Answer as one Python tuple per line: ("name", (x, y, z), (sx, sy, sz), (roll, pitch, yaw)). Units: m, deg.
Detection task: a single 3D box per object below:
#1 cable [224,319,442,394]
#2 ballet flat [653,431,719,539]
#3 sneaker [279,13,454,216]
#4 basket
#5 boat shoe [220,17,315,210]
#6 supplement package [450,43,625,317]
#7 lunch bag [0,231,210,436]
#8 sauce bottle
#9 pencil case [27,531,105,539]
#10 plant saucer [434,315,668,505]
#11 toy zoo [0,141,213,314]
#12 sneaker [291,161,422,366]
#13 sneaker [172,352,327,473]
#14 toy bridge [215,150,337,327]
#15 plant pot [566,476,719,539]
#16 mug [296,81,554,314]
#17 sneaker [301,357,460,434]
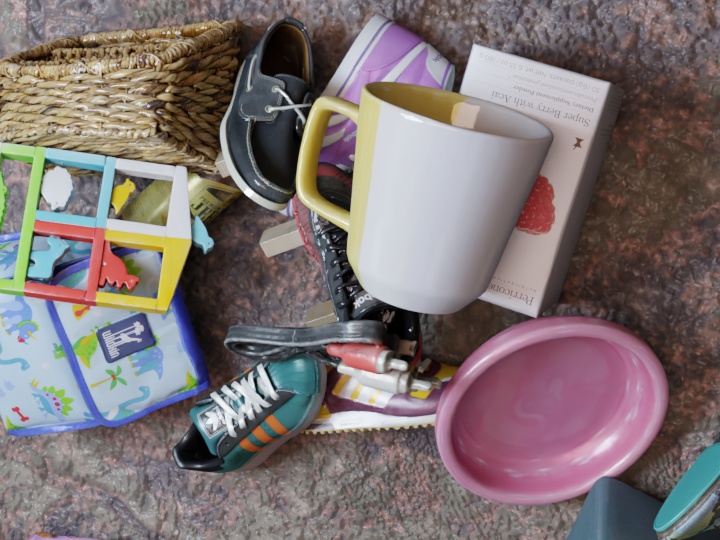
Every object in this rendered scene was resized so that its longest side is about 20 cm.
("cable", (-0.037, 0.069, 1.095), (0.200, 0.097, 0.050), (1, 70, 27))
("ballet flat", (0.320, 0.154, 1.115), (0.074, 0.074, 0.200), (35, 77, 10))
("sneaker", (0.009, -0.115, 1.208), (0.114, 0.073, 0.201), (34, 103, 7))
("basket", (-0.225, -0.170, 1.204), (0.200, 0.143, 0.149), (2, 79, 28))
("boat shoe", (-0.073, -0.136, 1.150), (0.072, 0.200, 0.068), (24, 133, -24))
("supplement package", (0.133, -0.076, 1.149), (0.121, 0.120, 0.200), (18, 100, 14))
("lunch bag", (-0.252, 0.051, 1.250), (0.200, 0.127, 0.170), (-9, 118, 13))
("sauce bottle", (-0.144, -0.084, 1.257), (0.200, 0.065, 0.065), (-40, 84, 17))
("pencil case", (-0.234, 0.308, 1.308), (0.200, 0.087, 0.088), (9, 97, 16))
("plant saucer", (0.159, 0.113, 1.152), (0.200, 0.051, 0.201), (-6, 127, -8))
("toy zoo", (-0.226, -0.035, 1.165), (0.200, 0.020, 0.131), (8, 75, -7))
("sneaker", (0.000, 0.000, 1.143), (0.071, 0.098, 0.201), (-23, 93, -3))
("sneaker", (-0.102, 0.128, 1.214), (0.200, 0.080, 0.071), (-51, 57, 41))
("toy bridge", (-0.056, -0.035, 1.208), (0.067, 0.027, 0.200), (-18, 118, 18))
("plant pot", (0.236, 0.321, 1.100), (0.196, 0.200, 0.196), (26, 105, 7))
("mug", (0.050, -0.059, 1.059), (0.149, 0.187, 0.153), (4, 110, -27))
("sneaker", (0.021, 0.092, 1.220), (0.200, 0.075, 0.090), (-9, 98, 16))
